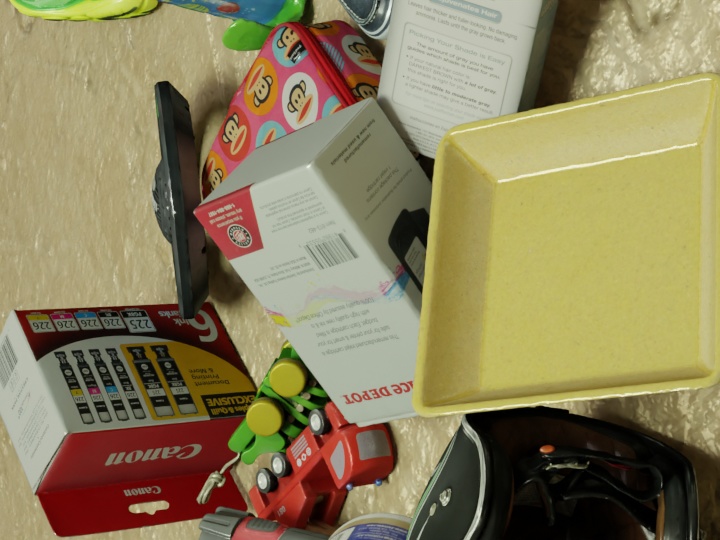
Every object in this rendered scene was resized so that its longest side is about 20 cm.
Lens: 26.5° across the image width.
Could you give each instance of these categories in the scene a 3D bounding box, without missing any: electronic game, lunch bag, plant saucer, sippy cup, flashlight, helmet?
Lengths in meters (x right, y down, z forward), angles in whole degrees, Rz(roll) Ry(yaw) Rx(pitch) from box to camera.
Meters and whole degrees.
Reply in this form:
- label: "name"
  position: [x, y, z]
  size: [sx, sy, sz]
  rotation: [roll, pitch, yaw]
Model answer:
- label: "electronic game"
  position: [-0.157, -0.059, 1.297]
  size: [0.200, 0.041, 0.203]
  rotation: [174, 90, -83]
- label: "lunch bag"
  position: [-0.035, -0.073, 1.185]
  size: [0.177, 0.081, 0.201]
  rotation: [56, 134, 27]
- label: "plant saucer"
  position: [0.135, -0.006, 0.932]
  size: [0.198, 0.048, 0.203]
  rotation: [-9, 62, 31]
- label: "sippy cup"
  position: [-0.121, -0.266, 1.234]
  size: [0.177, 0.129, 0.141]
  rotation: [32, 117, 44]
- label: "flashlight"
  position: [-0.028, 0.230, 1.145]
  size: [0.197, 0.068, 0.069]
  rotation: [11, 67, 20]
- label: "helmet"
  position: [0.113, 0.193, 0.927]
  size: [0.199, 0.198, 0.193]
  rotation: [19, 102, 48]

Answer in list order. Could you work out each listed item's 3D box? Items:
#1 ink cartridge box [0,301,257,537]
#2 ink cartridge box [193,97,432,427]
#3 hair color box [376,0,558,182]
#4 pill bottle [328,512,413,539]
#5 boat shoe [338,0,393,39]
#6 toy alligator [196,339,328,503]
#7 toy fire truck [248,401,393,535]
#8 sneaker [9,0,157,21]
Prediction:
- label: "ink cartridge box"
  position: [-0.188, 0.120, 1.284]
  size: [0.084, 0.198, 0.177]
  rotation: [-56, 52, 35]
- label: "ink cartridge box"
  position: [0.000, 0.000, 1.066]
  size: [0.145, 0.083, 0.201]
  rotation: [-16, 115, 49]
- label: "hair color box"
  position: [0.075, -0.170, 0.993]
  size: [0.098, 0.061, 0.202]
  rotation: [20, 126, 14]
- label: "pill bottle"
  position: [-0.005, 0.256, 1.001]
  size: [0.118, 0.200, 0.121]
  rotation: [7, 112, 17]
- label: "boat shoe"
  position: [-0.033, -0.260, 1.155]
  size: [0.071, 0.090, 0.202]
  rotation: [-46, 58, 44]
- label: "toy alligator"
  position: [-0.066, 0.122, 1.241]
  size: [0.054, 0.059, 0.201]
  rotation: [29, 109, -2]
- label: "toy fire truck"
  position: [-0.029, 0.208, 1.213]
  size: [0.200, 0.048, 0.142]
  rotation: [-49, 56, 39]
- label: "sneaker"
  position: [-0.262, -0.280, 1.454]
  size: [0.198, 0.074, 0.085]
  rotation: [6, 99, 41]
